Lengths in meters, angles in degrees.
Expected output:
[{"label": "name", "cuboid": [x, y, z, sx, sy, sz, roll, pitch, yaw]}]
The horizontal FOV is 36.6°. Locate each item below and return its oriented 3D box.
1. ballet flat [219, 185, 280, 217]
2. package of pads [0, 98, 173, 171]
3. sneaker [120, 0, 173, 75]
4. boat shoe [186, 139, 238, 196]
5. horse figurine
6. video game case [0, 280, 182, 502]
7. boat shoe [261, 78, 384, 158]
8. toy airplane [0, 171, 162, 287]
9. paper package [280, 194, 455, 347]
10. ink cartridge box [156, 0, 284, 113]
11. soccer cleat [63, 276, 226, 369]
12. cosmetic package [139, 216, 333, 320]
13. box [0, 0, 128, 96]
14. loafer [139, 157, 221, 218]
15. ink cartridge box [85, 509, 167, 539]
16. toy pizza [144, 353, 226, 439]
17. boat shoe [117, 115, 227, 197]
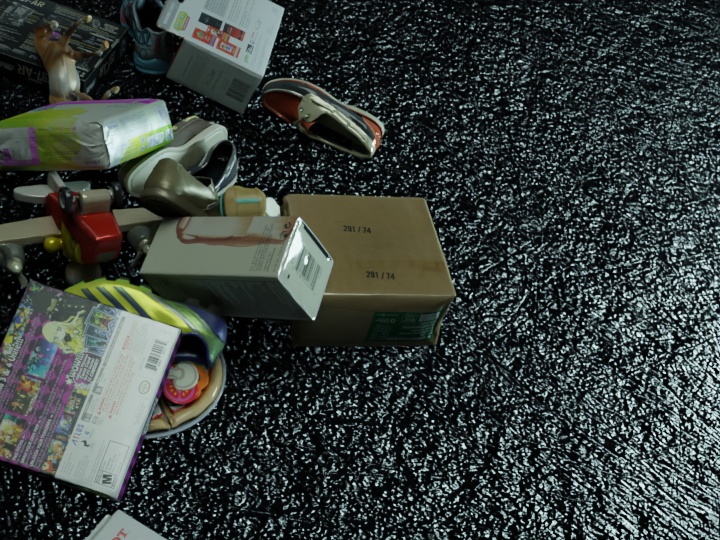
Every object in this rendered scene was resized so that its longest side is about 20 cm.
[{"label": "ballet flat", "cuboid": [-0.131, -0.066, 1.391, 0.063, 0.200, 0.069, -7, 86, 3]}, {"label": "package of pads", "cuboid": [-0.370, -0.179, 1.426, 0.199, 0.069, 0.154, 1, 20, 25]}, {"label": "sneaker", "cuboid": [-0.327, -0.398, 1.710, 0.079, 0.096, 0.200, -7, 49, -22]}, {"label": "boat shoe", "cuboid": [-0.232, -0.112, 1.480, 0.072, 0.063, 0.200, 30, 47, 10]}, {"label": "horse figurine", "cuboid": [-0.402, -0.267, 1.536, 0.050, 0.132, 0.201, -20, 96, -59]}, {"label": "video game case", "cuboid": [-0.312, 0.130, 1.187, 0.181, 0.036, 0.201, 17, 69, 0]}, {"label": "boat shoe", "cuboid": [-0.062, -0.228, 1.644, 0.199, 0.071, 0.063, 24, 47, 1]}, {"label": "toy airplane", "cuboid": [-0.354, -0.046, 1.346, 0.199, 0.142, 0.199, 0, 14, 11]}, {"label": "paper package", "cuboid": [0.000, 0.000, 1.411, 0.199, 0.104, 0.191, 0, 48, -17]}, {"label": "ink cartridge box", "cuboid": [-0.227, -0.365, 1.688, 0.175, 0.084, 0.200, 25, 42, -14]}, {"label": "soccer cleat", "cuboid": [-0.254, 0.063, 1.257, 0.199, 0.065, 0.084, 13, 52, -4]}, {"label": "cosmetic package", "cuboid": [-0.147, -0.004, 1.299, 0.199, 0.103, 0.088, 2, 59, 28]}, {"label": "box", "cuboid": [-0.475, -0.343, 1.650, 0.199, 0.044, 0.161, 19, 44, 2]}, {"label": "loafer", "cuboid": [-0.206, -0.084, 1.378, 0.076, 0.200, 0.068, 8, 77, 19]}, {"label": "ink cartridge box", "cuboid": [-0.197, 0.344, 1.028, 0.200, 0.085, 0.145, 29, 45, 11]}, {"label": "toy pizza", "cuboid": [-0.256, 0.109, 1.278, 0.199, 0.032, 0.201, 8, 45, -8]}, {"label": "boat shoe", "cuboid": [-0.270, -0.162, 1.516, 0.059, 0.072, 0.200, 29, 42, 21]}]
